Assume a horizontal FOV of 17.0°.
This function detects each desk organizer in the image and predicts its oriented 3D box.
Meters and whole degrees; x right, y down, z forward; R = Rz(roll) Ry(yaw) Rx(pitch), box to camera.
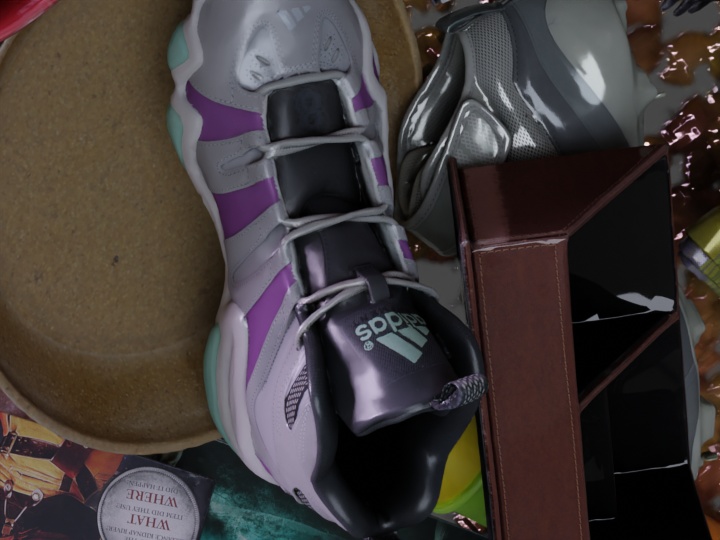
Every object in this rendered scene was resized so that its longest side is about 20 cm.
[{"bbox_3d":[0.080,0.061,0.842,0.077,0.072,0.200,-7,115,1],"label":"desk organizer"}]

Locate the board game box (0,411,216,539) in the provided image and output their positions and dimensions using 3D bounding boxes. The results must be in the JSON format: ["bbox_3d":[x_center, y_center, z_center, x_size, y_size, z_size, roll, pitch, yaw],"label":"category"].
[{"bbox_3d":[-0.163,0.107,0.821,0.200,0.035,0.136,18,71,-11],"label":"board game box"}]

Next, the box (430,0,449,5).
[{"bbox_3d":[-0.022,-0.192,0.747,0.048,0.158,0.200,-32,114,1],"label":"box"}]

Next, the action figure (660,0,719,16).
[{"bbox_3d":[0.102,-0.173,0.801,0.119,0.200,0.102,8,151,-38],"label":"action figure"}]

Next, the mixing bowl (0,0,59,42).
[{"bbox_3d":[-0.162,-0.148,0.750,0.200,0.108,0.200,1,85,-8],"label":"mixing bowl"}]

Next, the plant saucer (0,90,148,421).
[{"bbox_3d":[-0.176,-0.023,0.853,0.200,0.037,0.201,-3,111,-8],"label":"plant saucer"}]

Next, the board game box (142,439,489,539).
[{"bbox_3d":[-0.033,0.140,0.904,0.200,0.028,0.135,21,68,-20],"label":"board game box"}]

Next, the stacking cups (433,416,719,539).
[{"bbox_3d":[0.088,0.094,0.933,0.200,0.061,0.061,29,104,-19],"label":"stacking cups"}]

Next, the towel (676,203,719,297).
[{"bbox_3d":[0.210,-0.045,0.886,0.200,0.023,0.144,-41,148,9],"label":"towel"}]

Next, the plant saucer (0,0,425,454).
[{"bbox_3d":[-0.063,-0.036,0.833,0.200,0.035,0.200,-18,118,-36],"label":"plant saucer"}]

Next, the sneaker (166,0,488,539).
[{"bbox_3d":[0.000,0.000,0.775,0.078,0.140,0.200,-18,119,-20],"label":"sneaker"}]

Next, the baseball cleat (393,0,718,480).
[{"bbox_3d":[0.068,-0.004,0.887,0.106,0.070,0.200,-16,103,-13],"label":"baseball cleat"}]
